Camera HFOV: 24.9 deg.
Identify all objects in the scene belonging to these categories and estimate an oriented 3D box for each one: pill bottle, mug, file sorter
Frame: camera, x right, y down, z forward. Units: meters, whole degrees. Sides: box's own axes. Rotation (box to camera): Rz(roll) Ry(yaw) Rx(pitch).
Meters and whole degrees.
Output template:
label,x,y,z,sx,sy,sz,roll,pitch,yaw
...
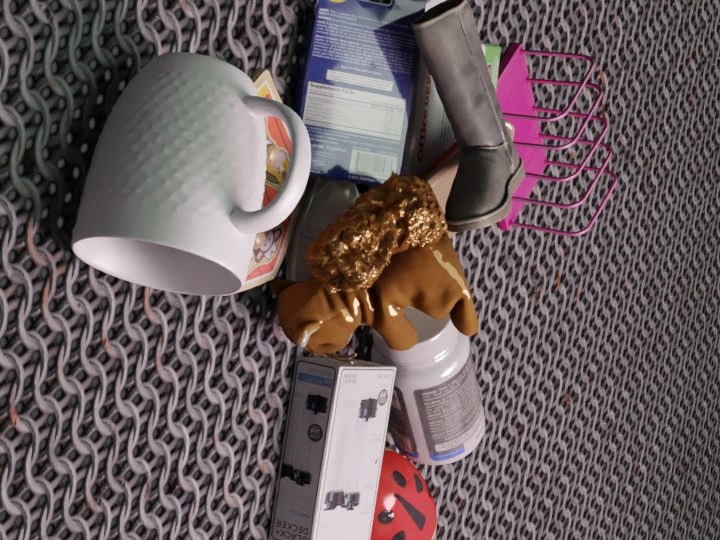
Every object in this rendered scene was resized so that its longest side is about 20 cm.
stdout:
label,x,y,z,sx,sy,sz,roll,pitch,yaw
pill bottle,0.074,0.118,1.856,0.114,0.113,0.200,-57,147,-36
mug,-0.129,-0.084,1.355,0.148,0.199,0.176,34,62,-54
file sorter,0.239,-0.162,2.068,0.139,0.125,0.200,-57,143,-36

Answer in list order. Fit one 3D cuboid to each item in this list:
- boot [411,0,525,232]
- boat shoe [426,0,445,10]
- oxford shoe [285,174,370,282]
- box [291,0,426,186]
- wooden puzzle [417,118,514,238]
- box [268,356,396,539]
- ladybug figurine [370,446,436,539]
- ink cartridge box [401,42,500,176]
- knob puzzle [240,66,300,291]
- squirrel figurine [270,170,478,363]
label,x,y,z,sx,sy,sz,roll,pitch,yaw
boot,0.101,-0.157,1.625,0.182,0.072,0.201,-62,141,-59
boat shoe,0.049,-0.331,1.742,0.200,0.072,0.068,38,29,-43
oxford shoe,-0.027,-0.052,1.693,0.075,0.058,0.201,37,68,-61
box,-0.005,-0.190,1.649,0.121,0.032,0.201,9,93,-22
wooden puzzle,0.077,-0.068,1.780,0.200,0.037,0.185,-36,158,-19
box,-0.029,0.196,1.751,0.117,0.060,0.201,4,94,-56
ladybug figurine,0.034,0.277,1.885,0.200,0.072,0.136,47,58,-55
ink cartridge box,0.071,-0.183,1.800,0.200,0.084,0.145,-11,109,-60
knob puzzle,-0.105,-0.060,1.549,0.219,0.030,0.220,-32,131,-46
squirrel figurine,0.000,0.000,1.612,0.200,0.186,0.142,72,-3,-51
